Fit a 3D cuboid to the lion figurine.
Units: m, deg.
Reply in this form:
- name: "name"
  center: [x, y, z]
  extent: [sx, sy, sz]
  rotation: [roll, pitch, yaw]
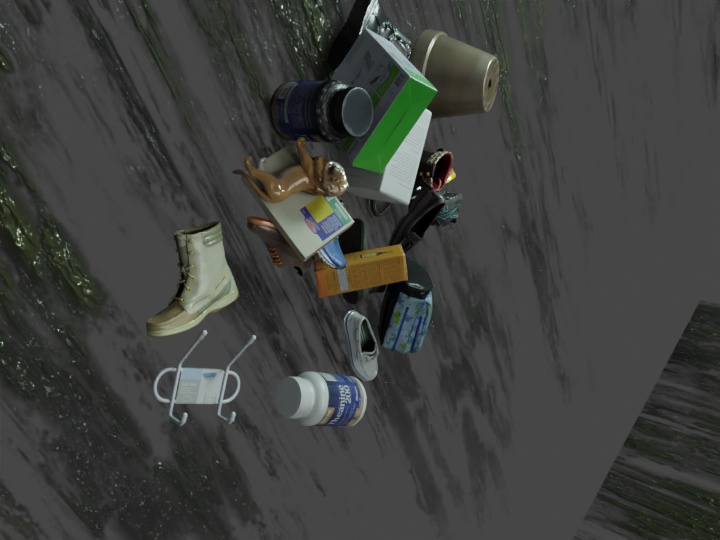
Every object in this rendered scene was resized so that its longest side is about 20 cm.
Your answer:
- name: "lion figurine"
  center: [-0.127, -0.169, 1.263]
  extent: [0.196, 0.072, 0.125]
  rotation: [-24, 88, -11]

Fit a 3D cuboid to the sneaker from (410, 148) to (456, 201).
- name: "sneaker"
  center: [0.150, -0.231, 1.643]
  extent: [0.198, 0.069, 0.092]
  rotation: [-32, 106, -38]

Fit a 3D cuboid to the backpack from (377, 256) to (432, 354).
- name: "backpack"
  center: [0.105, 0.097, 1.596]
  extent: [0.151, 0.164, 0.203]
  rotation: [25, 109, -12]

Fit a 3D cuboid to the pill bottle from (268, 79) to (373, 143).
- name: "pill bottle"
  center: [-0.073, -0.297, 1.273]
  extent: [0.110, 0.197, 0.115]
  rotation: [-13, 109, -43]

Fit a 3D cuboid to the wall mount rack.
- name: "wall mount rack"
  center: [-0.279, 0.195, 1.264]
  extent: [0.197, 0.073, 0.179]
  rotation: [12, 91, -49]

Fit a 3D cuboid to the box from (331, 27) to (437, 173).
- name: "box"
  center: [0.021, -0.330, 1.331]
  extent: [0.095, 0.178, 0.202]
  rotation: [8, 127, -47]

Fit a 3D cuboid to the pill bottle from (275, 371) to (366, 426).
- name: "pill bottle"
  center: [-0.086, 0.279, 1.470]
  extent: [0.198, 0.109, 0.114]
  rotation: [16, 88, -48]

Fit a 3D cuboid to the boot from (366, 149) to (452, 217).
- name: "boot"
  center: [0.111, -0.201, 1.535]
  extent: [0.202, 0.148, 0.074]
  rotation: [-56, 133, -22]

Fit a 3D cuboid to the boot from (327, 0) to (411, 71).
- name: "boot"
  center: [0.028, -0.459, 1.434]
  extent: [0.168, 0.075, 0.204]
  rotation: [40, 64, -41]

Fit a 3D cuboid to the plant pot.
- name: "plant pot"
  center: [0.217, -0.432, 1.541]
  extent: [0.200, 0.169, 0.205]
  rotation: [-45, 142, -50]

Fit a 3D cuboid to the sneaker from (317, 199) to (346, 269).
- name: "sneaker"
  center: [-0.068, -0.100, 1.359]
  extent: [0.079, 0.087, 0.205]
  rotation: [-56, 124, -79]

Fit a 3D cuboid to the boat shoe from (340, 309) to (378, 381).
- name: "boat shoe"
  center: [0.008, 0.185, 1.581]
  extent: [0.074, 0.066, 0.203]
  rotation: [-44, 129, -30]

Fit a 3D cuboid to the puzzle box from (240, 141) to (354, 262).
- name: "puzzle box"
  center: [-0.119, -0.132, 1.296]
  extent: [0.132, 0.025, 0.202]
  rotation: [-35, 86, -27]

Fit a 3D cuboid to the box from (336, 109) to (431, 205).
- name: "box"
  center: [0.044, -0.259, 1.447]
  extent: [0.105, 0.150, 0.206]
  rotation: [16, 89, -48]

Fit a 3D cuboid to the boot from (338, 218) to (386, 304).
- name: "boot"
  center: [0.012, -0.032, 1.545]
  extent: [0.129, 0.066, 0.206]
  rotation: [-25, 123, -49]

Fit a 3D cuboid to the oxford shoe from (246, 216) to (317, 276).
- name: "oxford shoe"
  center: [-0.156, -0.046, 1.343]
  extent: [0.199, 0.070, 0.074]
  rotation: [31, 81, -47]

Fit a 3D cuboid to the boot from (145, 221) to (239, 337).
- name: "boot"
  center: [-0.307, 0.013, 1.192]
  extent: [0.199, 0.071, 0.159]
  rotation: [-33, 123, -44]

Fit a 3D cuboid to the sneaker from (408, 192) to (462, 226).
- name: "sneaker"
  center: [0.191, -0.145, 1.694]
  extent: [0.197, 0.074, 0.082]
  rotation: [-15, 113, -44]

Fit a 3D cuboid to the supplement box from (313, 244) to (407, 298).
- name: "supplement box"
  center: [0.000, 0.000, 1.446]
  extent: [0.194, 0.067, 0.071]
  rotation: [-12, 113, 0]

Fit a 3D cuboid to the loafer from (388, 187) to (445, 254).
- name: "loafer"
  center: [0.130, -0.103, 1.588]
  extent: [0.071, 0.063, 0.203]
  rotation: [-1, 128, -47]
